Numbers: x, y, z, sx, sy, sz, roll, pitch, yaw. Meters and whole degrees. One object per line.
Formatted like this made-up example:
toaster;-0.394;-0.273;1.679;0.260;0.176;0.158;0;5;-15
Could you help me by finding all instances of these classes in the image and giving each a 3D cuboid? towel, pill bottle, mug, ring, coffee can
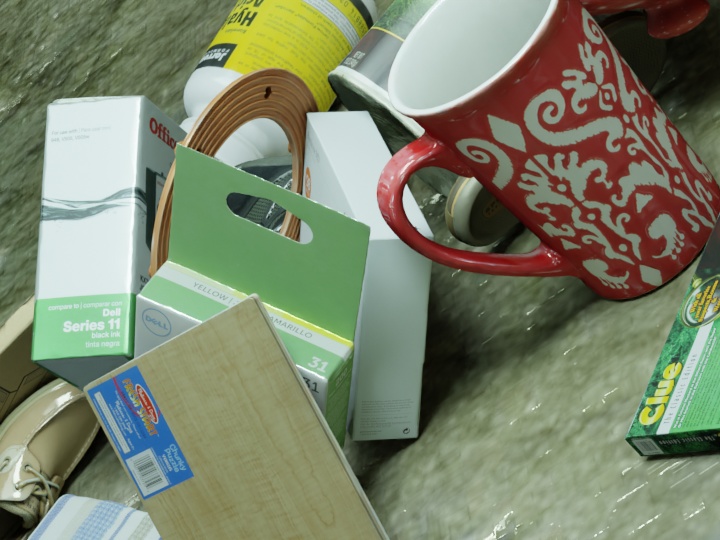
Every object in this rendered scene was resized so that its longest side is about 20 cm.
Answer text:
towel;-0.199;0.232;1.780;0.199;0.024;0.147;5;54;53
pill bottle;-0.075;-0.154;2.016;0.111;0.111;0.201;-4;50;51
mug;0.113;-0.075;1.577;0.177;0.200;0.134;-33;32;23
ring;-0.087;-0.044;1.711;0.019;0.201;0.201;18;64;28
coffee can;0.094;-0.165;1.771;0.200;0.146;0.146;-49;29;-7

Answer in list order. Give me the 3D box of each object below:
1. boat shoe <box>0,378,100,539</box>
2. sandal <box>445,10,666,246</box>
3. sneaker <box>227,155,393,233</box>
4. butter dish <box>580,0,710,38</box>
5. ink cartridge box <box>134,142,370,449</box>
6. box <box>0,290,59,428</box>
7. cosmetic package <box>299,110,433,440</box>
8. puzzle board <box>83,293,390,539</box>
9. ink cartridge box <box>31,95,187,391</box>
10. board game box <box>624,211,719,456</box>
boat shoe;-0.258;0.170;1.895;0.200;0.071;0.064;-52;39;-1
sandal;0.141;-0.087;1.692;0.200;0.080;0.054;-47;44;1
sneaker;-0.066;-0.028;1.880;0.198;0.076;0.115;-12;36;37
butter dish;0.183;-0.223;1.626;0.198;0.149;0.200;-24;11;3
ink cartridge box;-0.072;0.031;1.591;0.145;0.201;0.048;23;47;16
box;-0.270;0.104;1.915;0.200;0.163;0.021;-45;64;1
cosmetic package;0.000;0.000;1.691;0.200;0.051;0.152;-115;28;-60
puzzle board;-0.075;0.132;1.589;0.150;0.201;0.017;-27;1;30
ink cartridge box;-0.175;-0.014;1.846;0.082;0.147;0.202;-4;73;18
board game box;0.234;0.021;1.480;0.104;0.023;0.201;-8;46;45
